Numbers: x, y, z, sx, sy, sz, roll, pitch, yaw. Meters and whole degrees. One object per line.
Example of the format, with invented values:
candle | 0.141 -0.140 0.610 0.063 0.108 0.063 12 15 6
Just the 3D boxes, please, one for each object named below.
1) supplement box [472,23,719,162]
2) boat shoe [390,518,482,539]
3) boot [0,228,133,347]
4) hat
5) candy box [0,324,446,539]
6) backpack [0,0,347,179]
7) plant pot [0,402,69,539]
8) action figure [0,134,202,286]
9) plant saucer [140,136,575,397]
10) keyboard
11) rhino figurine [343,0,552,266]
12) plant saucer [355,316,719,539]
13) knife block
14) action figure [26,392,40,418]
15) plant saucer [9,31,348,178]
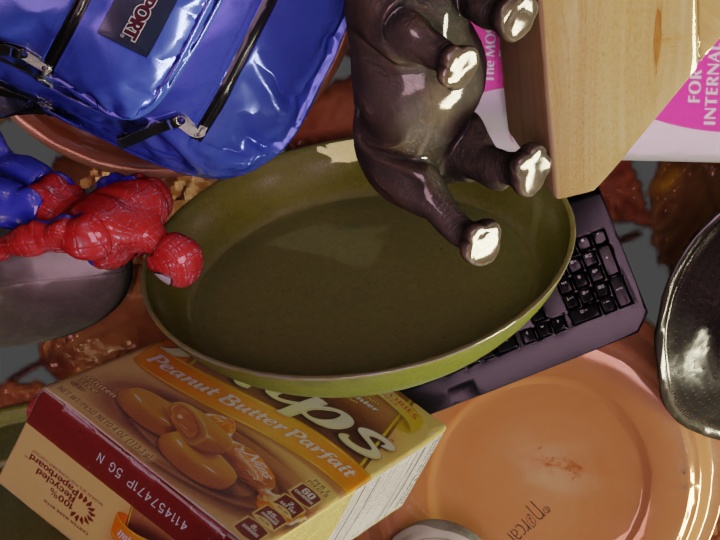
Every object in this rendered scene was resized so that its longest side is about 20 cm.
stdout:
supplement box | 0.107 -0.109 0.919 0.200 0.103 0.101 1 103 -1
boat shoe | -0.003 0.214 0.988 0.074 0.065 0.202 35 115 -8
boot | -0.210 0.022 0.916 0.200 0.131 0.068 -6 103 -1
hat | 0.246 0.033 0.932 0.200 0.081 0.201 -12 129 -16
candy box | -0.055 0.082 0.868 0.115 0.200 0.055 36 114 15
backpack | -0.102 -0.126 0.837 0.200 0.168 0.163 26 105 -15
plant pot | -0.155 0.185 0.925 0.200 0.190 0.200 0 103 -2
action figure | -0.149 -0.031 0.889 0.200 0.065 0.052 19 125 35
plant saucer | 0.000 0.000 0.888 0.200 0.200 0.031 -10 124 -1
keyboard | 0.032 0.016 0.955 0.200 0.040 0.104 -22 82 9
rhino figurine | 0.026 -0.104 0.789 0.060 0.087 0.200 -28 129 -28
plant saucer | 0.091 0.107 1.000 0.200 0.032 0.200 0 103 -2
knife block | 0.080 -0.149 0.781 0.175 0.064 0.200 27 111 -30
action figure | -0.072 0.119 0.906 0.200 0.065 0.052 34 107 -6
plant saucer | -0.099 -0.146 0.934 0.200 0.037 0.200 -1 103 -3
